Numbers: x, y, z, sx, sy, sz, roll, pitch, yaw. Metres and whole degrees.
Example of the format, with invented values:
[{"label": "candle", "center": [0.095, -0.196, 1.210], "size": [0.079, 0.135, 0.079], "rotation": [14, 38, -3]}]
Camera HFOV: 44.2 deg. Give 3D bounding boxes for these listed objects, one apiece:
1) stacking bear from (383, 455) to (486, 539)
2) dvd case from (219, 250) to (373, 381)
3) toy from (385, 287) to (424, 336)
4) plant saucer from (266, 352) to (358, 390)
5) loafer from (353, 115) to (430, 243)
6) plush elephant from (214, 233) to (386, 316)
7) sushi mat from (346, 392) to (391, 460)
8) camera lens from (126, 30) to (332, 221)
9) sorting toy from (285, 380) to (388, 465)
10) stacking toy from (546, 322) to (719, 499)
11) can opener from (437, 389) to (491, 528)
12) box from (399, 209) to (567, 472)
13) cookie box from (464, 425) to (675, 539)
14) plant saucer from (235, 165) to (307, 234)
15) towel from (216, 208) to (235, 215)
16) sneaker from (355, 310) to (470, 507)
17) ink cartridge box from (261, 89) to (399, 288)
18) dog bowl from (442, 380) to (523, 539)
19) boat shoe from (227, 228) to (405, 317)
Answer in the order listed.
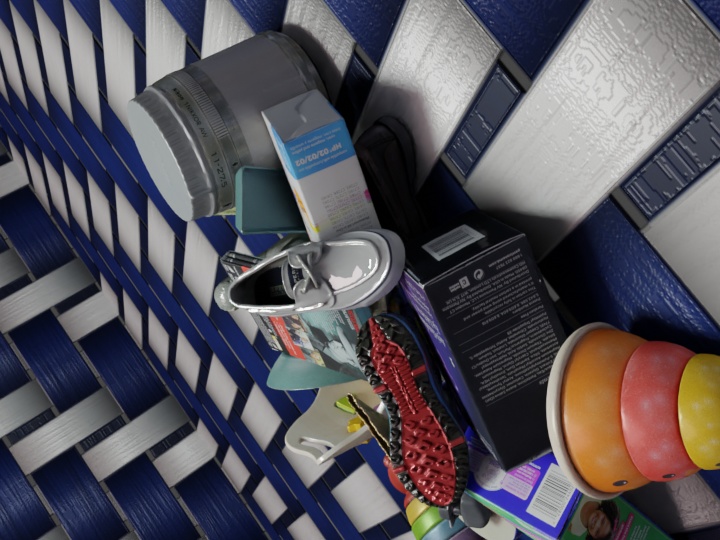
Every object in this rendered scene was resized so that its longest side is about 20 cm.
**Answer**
[{"label": "stacking bear", "center": [0.110, 0.336, 1.263], "size": [0.201, 0.121, 0.114], "rotation": [55, 160, 25]}, {"label": "dvd case", "center": [-0.056, 0.053, 0.973], "size": [0.199, 0.022, 0.147], "rotation": [14, 141, 42]}, {"label": "toy", "center": [0.061, 0.094, 1.028], "size": [0.115, 0.047, 0.203], "rotation": [62, -156, -69]}, {"label": "plant saucer", "center": [-0.028, 0.108, 1.146], "size": [0.199, 0.198, 0.036], "rotation": [0, 104, 63]}, {"label": "loafer", "center": [0.028, -0.069, 0.964], "size": [0.072, 0.063, 0.202], "rotation": [31, 145, 42]}, {"label": "plush elephant", "center": [-0.057, 0.028, 1.117], "size": [0.164, 0.200, 0.156], "rotation": [-27, 101, 31]}, {"label": "sushi mat", "center": [0.043, 0.198, 1.023], "size": [0.096, 0.012, 0.200], "rotation": [50, -178, 28]}, {"label": "camera lens", "center": [-0.139, -0.164, 0.997], "size": [0.160, 0.199, 0.161], "rotation": [48, 156, 30]}, {"label": "sorting toy", "center": [-0.013, 0.202, 1.237], "size": [0.199, 0.179, 0.108], "rotation": [9, 128, 60]}, {"label": "stacking toy", "center": [0.258, 0.110, 0.690], "size": [0.199, 0.146, 0.147], "rotation": [-8, 113, 48]}, {"label": "can opener", "center": [0.112, 0.218, 0.998], "size": [0.066, 0.054, 0.202], "rotation": [6, 132, 20]}, {"label": "box", "center": [0.122, 0.061, 0.840], "size": [0.202, 0.103, 0.148], "rotation": [65, 176, -14]}, {"label": "cookie box", "center": [0.208, 0.247, 0.895], "size": [0.200, 0.076, 0.171], "rotation": [39, 167, -31]}, {"label": "plant saucer", "center": [-0.072, -0.077, 0.988], "size": [0.019, 0.199, 0.071], "rotation": [2, 94, 33]}, {"label": "towel", "center": [-0.120, -0.091, 1.140], "size": [0.199, 0.147, 0.037], "rotation": [-174, 81, -64]}, {"label": "sneaker", "center": [0.065, 0.132, 0.886], "size": [0.095, 0.078, 0.202], "rotation": [-23, -85, -70]}, {"label": "ink cartridge box", "center": [-0.030, -0.072, 0.924], "size": [0.115, 0.067, 0.202], "rotation": [-122, 10, -60]}, {"label": "dog bowl", "center": [0.147, 0.229, 1.084], "size": [0.200, 0.078, 0.201], "rotation": [44, 154, 28]}, {"label": "boat shoe", "center": [-0.047, 0.009, 0.848], "size": [0.199, 0.065, 0.074], "rotation": [-23, 75, 38]}]
